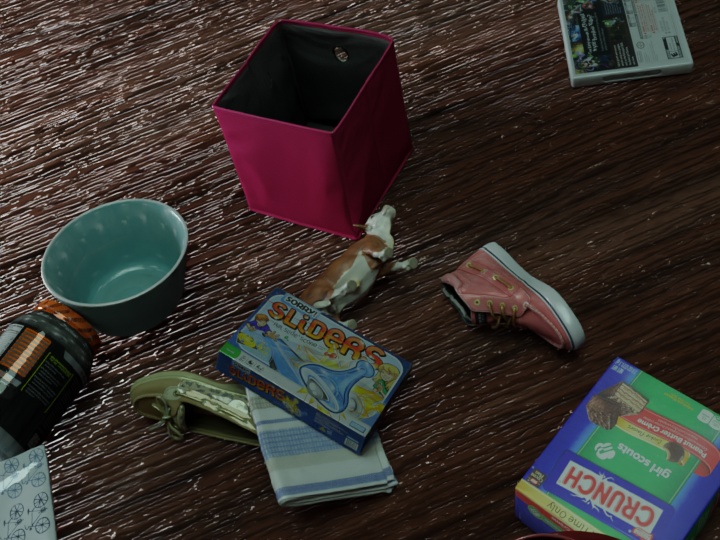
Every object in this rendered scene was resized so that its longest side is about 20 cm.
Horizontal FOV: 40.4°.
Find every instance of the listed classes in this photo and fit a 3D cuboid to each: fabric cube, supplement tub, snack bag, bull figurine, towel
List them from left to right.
[{"bbox_3d":[-0.428,0.305,1.075,0.196,0.022,0.190,-21,49,-4],"label":"snack bag"},{"bbox_3d":[-0.420,0.144,1.221,0.120,0.124,0.202,16,55,25],"label":"supplement tub"},{"bbox_3d":[-0.053,0.179,1.131,0.144,0.024,0.202,-3,47,-24],"label":"towel"},{"bbox_3d":[-0.058,-0.201,1.372,0.193,0.201,0.202,14,55,25],"label":"fabric cube"},{"bbox_3d":[0.000,0.000,1.268,0.201,0.065,0.121,-49,24,-17],"label":"bull figurine"}]

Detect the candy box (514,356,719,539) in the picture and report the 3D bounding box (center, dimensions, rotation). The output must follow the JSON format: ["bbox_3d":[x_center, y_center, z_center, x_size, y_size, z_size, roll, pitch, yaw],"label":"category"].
[{"bbox_3d":[0.283,0.216,1.021,0.168,0.078,0.200,30,64,32],"label":"candy box"}]

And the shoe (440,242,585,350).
[{"bbox_3d":[0.181,0.048,1.195,0.090,0.072,0.200,-31,45,-12],"label":"shoe"}]

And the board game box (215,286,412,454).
[{"bbox_3d":[-0.053,0.114,1.156,0.197,0.035,0.136,28,43,11],"label":"board game box"}]

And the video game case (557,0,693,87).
[{"bbox_3d":[0.406,-0.367,1.518,0.178,0.024,0.203,-5,51,9],"label":"video game case"}]

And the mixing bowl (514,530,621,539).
[{"bbox_3d":[0.216,0.322,0.897,0.198,0.204,0.107,30,28,33],"label":"mixing bowl"}]

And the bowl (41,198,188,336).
[{"bbox_3d":[-0.315,0.010,1.313,0.196,0.106,0.203,-5,43,5],"label":"bowl"}]

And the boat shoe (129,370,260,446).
[{"bbox_3d":[-0.192,0.169,1.178,0.195,0.074,0.063,2,48,14],"label":"boat shoe"}]
